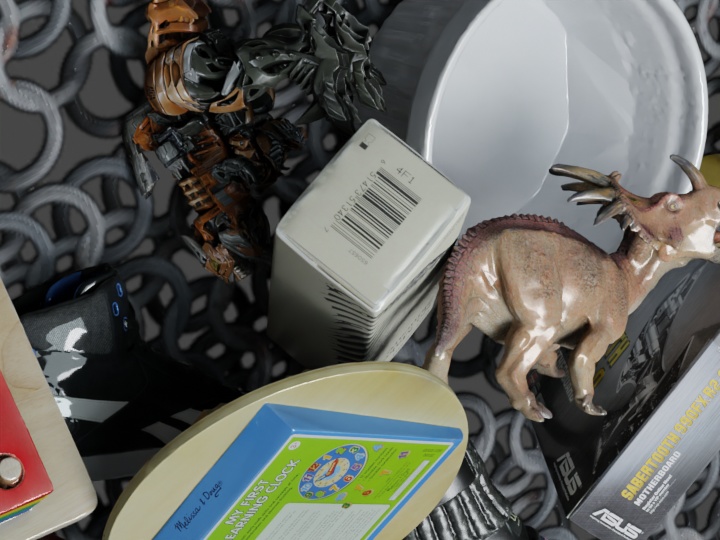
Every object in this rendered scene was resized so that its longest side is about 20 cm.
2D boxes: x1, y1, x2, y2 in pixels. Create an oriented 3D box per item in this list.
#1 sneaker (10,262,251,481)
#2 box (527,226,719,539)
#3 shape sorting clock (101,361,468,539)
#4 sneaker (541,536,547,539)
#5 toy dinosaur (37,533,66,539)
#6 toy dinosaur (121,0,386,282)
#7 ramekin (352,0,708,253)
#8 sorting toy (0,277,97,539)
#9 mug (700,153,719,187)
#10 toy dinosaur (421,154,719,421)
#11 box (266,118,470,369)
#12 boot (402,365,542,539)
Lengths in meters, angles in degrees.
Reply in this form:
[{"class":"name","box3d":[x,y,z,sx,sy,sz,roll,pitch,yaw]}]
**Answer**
[{"class":"sneaker","box3d":[-0.112,0.050,1.114,0.200,0.073,0.112,-5,98,-39]},{"class":"box","box3d":[0.165,0.050,1.195,0.048,0.200,0.158,32,106,-15]},{"class":"shape sorting clock","box3d":[-0.037,0.114,1.064,0.200,0.039,0.200,-22,147,-15]},{"class":"sneaker","box3d":[0.077,0.256,1.303,0.082,0.070,0.200,10,103,-41]},{"class":"toy dinosaur","box3d":[-0.217,0.140,1.066,0.181,0.105,0.200,-24,105,-48]},{"class":"toy dinosaur","box3d":[-0.066,-0.095,1.084,0.136,0.102,0.200,-9,124,15]},{"class":"ramekin","box3d":[0.089,-0.085,1.186,0.200,0.105,0.200,-11,111,-31]},{"class":"sorting toy","box3d":[-0.244,0.055,0.970,0.200,0.070,0.199,-22,83,-27]},{"class":"mug","box3d":[0.258,0.001,1.295,0.149,0.153,0.187,-38,121,-18]},{"class":"toy dinosaur","box3d":[0.096,0.001,1.090,0.200,0.086,0.136,-1,104,-41]},{"class":"box","box3d":[0.000,0.000,1.098,0.068,0.200,0.082,38,76,8]},{"class":"boot","box3d":[-0.008,0.165,1.208,0.211,0.079,0.158,-38,110,3]}]
